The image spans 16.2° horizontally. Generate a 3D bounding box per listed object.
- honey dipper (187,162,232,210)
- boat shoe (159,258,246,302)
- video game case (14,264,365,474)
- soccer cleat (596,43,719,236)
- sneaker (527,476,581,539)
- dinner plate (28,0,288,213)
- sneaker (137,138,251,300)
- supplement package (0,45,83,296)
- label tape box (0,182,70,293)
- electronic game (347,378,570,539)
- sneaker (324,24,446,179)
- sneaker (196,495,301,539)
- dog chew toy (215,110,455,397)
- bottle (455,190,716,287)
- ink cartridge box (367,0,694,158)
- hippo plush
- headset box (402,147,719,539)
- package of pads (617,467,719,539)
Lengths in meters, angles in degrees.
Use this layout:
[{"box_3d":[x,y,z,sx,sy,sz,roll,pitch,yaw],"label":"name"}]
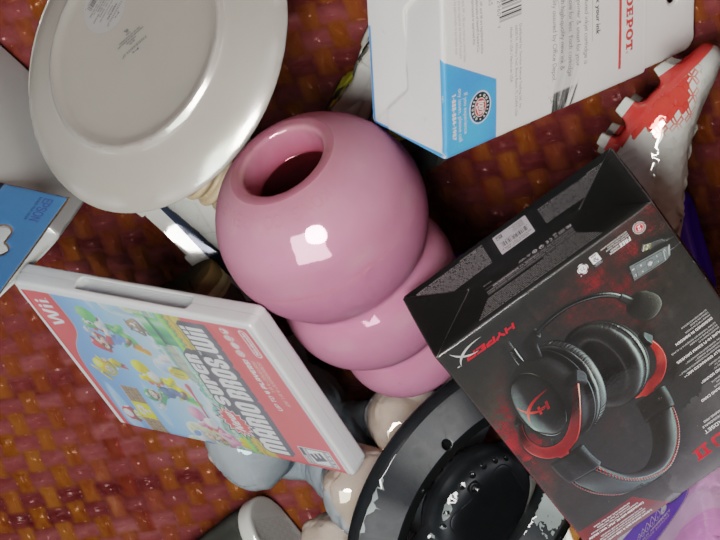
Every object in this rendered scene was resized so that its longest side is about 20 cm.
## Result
[{"box_3d":[-0.017,-0.026,1.578,0.200,0.038,0.038,23,126,-26],"label":"honey dipper"},{"box_3d":[-0.116,0.045,1.608,0.065,0.073,0.200,46,162,-7],"label":"boat shoe"},{"box_3d":[-0.105,0.059,1.531,0.200,0.017,0.143,9,145,40],"label":"video game case"},{"box_3d":[0.166,-0.039,1.481,0.085,0.069,0.200,35,101,6],"label":"soccer cleat"},{"box_3d":[0.127,0.229,1.696,0.085,0.073,0.200,13,121,11],"label":"sneaker"},{"box_3d":[-0.129,-0.134,1.503,0.200,0.200,0.024,-27,152,28],"label":"dinner plate"},{"box_3d":[-0.113,-0.072,1.596,0.200,0.076,0.080,41,112,-16],"label":"sneaker"},{"box_3d":[-0.276,-0.082,1.601,0.200,0.117,0.117,43,121,-10],"label":"supplement package"},{"box_3d":[-0.291,-0.008,1.492,0.200,0.144,0.063,15,124,9],"label":"label tape box"},{"box_3d":[0.070,0.143,1.565,0.042,0.200,0.200,34,133,40],"label":"electronic game"},{"box_3d":[0.035,-0.114,1.529,0.085,0.075,0.200,26,132,-7],"label":"sneaker"},{"box_3d":[-0.059,0.256,1.772,0.099,0.071,0.200,-25,105,29],"label":"sneaker"},{"box_3d":[0.000,0.000,1.478,0.124,0.125,0.200,-15,135,23],"label":"dog chew toy"},{"box_3d":[0.116,0.010,1.560,0.200,0.065,0.084,-16,95,15],"label":"bottle"},{"box_3d":[0.100,-0.156,1.443,0.068,0.200,0.116,30,133,42],"label":"ink cartridge box"},{"box_3d":[-0.007,0.099,1.632,0.161,0.200,0.159,35,112,24],"label":"hippo plush"},{"box_3d":[0.143,0.055,1.438,0.149,0.075,0.200,-35,121,5],"label":"headset box"},{"box_3d":[0.206,0.148,1.548,0.076,0.200,0.121,28,125,-18],"label":"package of pads"}]
